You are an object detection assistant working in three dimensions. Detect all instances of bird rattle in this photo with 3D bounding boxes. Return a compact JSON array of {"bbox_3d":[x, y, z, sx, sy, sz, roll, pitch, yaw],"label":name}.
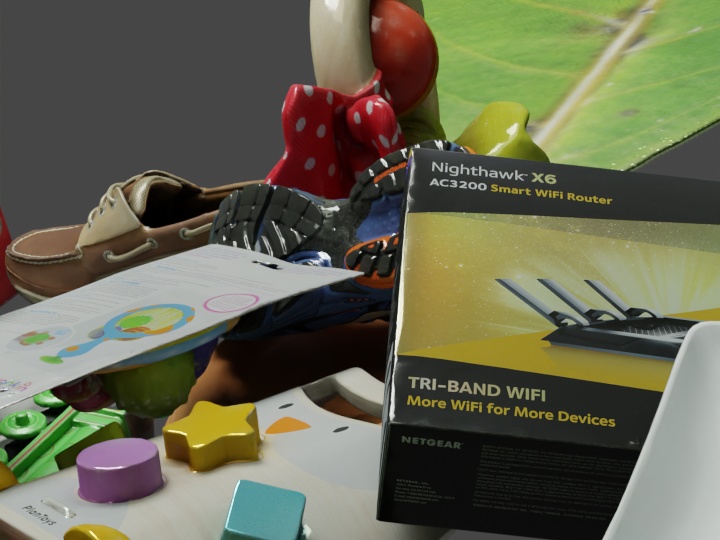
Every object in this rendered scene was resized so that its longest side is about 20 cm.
[{"bbox_3d":[0.004,-0.083,1.077,0.112,0.164,0.200,-16,-13,27],"label":"bird rattle"}]

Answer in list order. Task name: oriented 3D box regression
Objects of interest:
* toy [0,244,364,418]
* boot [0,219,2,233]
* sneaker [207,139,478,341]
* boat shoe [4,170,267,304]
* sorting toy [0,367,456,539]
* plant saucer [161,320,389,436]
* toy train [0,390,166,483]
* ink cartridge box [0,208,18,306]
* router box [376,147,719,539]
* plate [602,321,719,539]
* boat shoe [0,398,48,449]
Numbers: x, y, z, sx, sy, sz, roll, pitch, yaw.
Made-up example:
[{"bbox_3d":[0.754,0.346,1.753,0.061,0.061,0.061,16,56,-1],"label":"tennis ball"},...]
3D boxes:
[{"bbox_3d":[-0.107,0.038,0.872,0.199,0.048,0.115,-16,17,-36],"label":"toy"},{"bbox_3d":[-0.245,0.013,0.872,0.145,0.071,0.200,2,34,22],"label":"boot"},{"bbox_3d":[0.000,0.000,0.952,0.199,0.078,0.076,-9,64,44],"label":"sneaker"},{"bbox_3d":[-0.110,-0.020,1.144,0.199,0.072,0.076,-2,26,28],"label":"boat shoe"},{"bbox_3d":[-0.045,0.092,0.805,0.179,0.108,0.199,-27,26,-29],"label":"sorting toy"},{"bbox_3d":[0.002,0.051,0.959,0.198,0.038,0.200,-14,22,6],"label":"plant saucer"},{"bbox_3d":[-0.131,0.077,0.983,0.056,0.042,0.200,8,31,24],"label":"toy train"},{"bbox_3d":[-0.306,0.020,1.162,0.143,0.084,0.200,1,29,33],"label":"ink cartridge box"},{"bbox_3d":[0.109,0.030,0.789,0.198,0.053,0.158,6,40,-1],"label":"router box"},{"bbox_3d":[0.179,0.076,0.635,0.198,0.033,0.200,2,26,20],"label":"plate"},{"bbox_3d":[-0.212,0.064,1.021,0.199,0.070,0.071,-31,26,-35],"label":"boat shoe"}]
